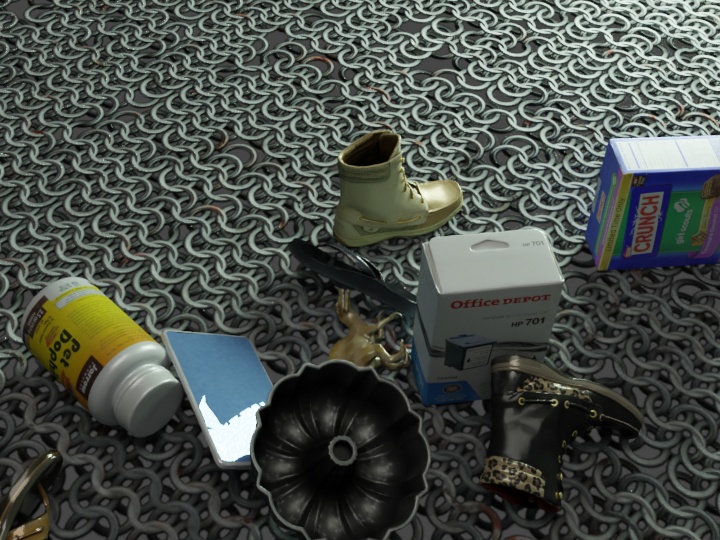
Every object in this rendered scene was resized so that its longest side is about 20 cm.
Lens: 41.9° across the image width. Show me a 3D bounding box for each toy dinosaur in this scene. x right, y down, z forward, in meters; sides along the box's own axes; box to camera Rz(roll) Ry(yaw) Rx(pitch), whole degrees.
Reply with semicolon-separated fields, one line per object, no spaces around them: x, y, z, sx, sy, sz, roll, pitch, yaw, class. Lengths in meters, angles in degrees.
0.009;0.109;1.150;0.100;0.059;0.202;-11;46;9;toy dinosaur

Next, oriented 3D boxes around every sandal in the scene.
-0.352;0.277;0.955;0.054;0.082;0.201;25;48;-2;sandal
0.001;0.000;1.222;0.198;0.043;0.076;25;10;10;sandal

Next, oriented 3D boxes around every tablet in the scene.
-0.146;0.146;1.083;0.129;0.014;0.201;9;37;-43;tablet

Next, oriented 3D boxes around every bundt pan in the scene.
-0.028;0.204;1.007;0.199;0.076;0.204;8;61;-15;bundt pan

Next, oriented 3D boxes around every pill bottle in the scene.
-0.297;0.102;1.091;0.199;0.110;0.109;36;55;27;pill bottle

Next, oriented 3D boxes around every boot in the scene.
0.057;-0.122;1.278;0.197;0.157;0.073;-15;49;-15;boot
0.222;0.194;1.052;0.198;0.073;0.152;25;63;-18;boot

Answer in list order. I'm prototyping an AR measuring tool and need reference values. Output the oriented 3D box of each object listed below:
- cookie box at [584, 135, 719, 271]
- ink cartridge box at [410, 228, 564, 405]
0.418;-0.089;1.256;0.197;0.173;0.076;-3;44;-4;cookie box
0.141;0.058;1.089;0.144;0.202;0.087;-5;47;-7;ink cartridge box
